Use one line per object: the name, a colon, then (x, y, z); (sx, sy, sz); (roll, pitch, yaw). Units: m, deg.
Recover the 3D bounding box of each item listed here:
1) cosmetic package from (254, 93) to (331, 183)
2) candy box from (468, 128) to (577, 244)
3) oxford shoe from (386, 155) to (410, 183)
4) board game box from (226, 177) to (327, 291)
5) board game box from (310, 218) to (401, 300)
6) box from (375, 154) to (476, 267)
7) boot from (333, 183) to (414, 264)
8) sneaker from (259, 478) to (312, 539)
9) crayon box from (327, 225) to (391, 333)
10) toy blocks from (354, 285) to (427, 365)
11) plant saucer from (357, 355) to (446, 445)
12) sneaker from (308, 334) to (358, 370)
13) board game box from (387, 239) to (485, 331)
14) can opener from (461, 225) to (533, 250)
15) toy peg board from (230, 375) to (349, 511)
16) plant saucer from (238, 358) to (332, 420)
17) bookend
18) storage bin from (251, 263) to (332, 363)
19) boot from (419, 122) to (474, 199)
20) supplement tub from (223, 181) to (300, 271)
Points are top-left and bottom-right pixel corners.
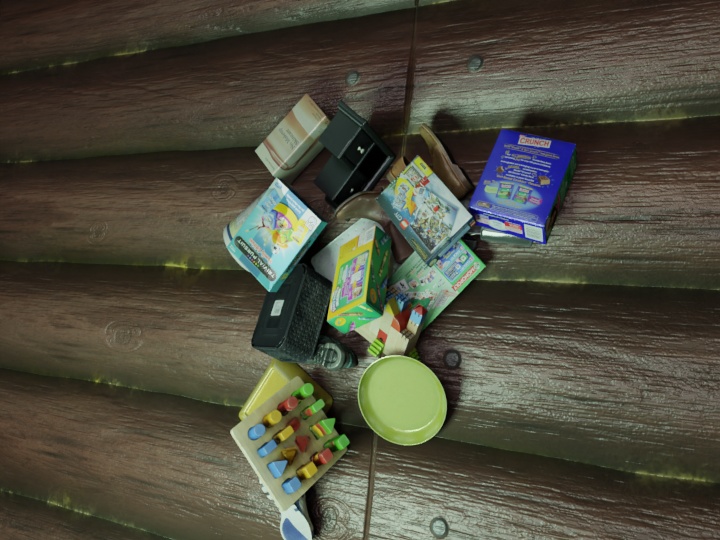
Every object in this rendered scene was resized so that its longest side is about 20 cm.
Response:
cosmetic package: (-0.162, -0.332, 1.507); (0.200, 0.087, 0.104); (-46, 66, 9)
candy box: (0.339, -0.178, 1.225); (0.165, 0.077, 0.205); (19, 72, 28)
oxford shoe: (0.142, -0.182, 1.328); (0.200, 0.071, 0.072); (46, 117, 21)
board game box: (-0.191, -0.080, 1.344); (0.150, 0.047, 0.202); (41, 99, 14)
board game box: (0.000, 0.000, 1.395); (0.197, 0.026, 0.204); (-36, 67, 14)
box: (0.136, -0.129, 1.262); (0.136, 0.037, 0.202); (-43, 60, 12)
boot: (0.053, -0.085, 1.343); (0.181, 0.065, 0.205); (-21, 72, -9)
sneaker: (-0.146, 0.502, 1.327); (0.078, 0.115, 0.205); (-17, 101, 21)
crayon box: (-0.001, 0.018, 1.255); (0.117, 0.058, 0.205); (-28, 41, 39)
toy blocks: (0.059, 0.100, 1.270); (0.198, 0.099, 0.140); (35, 129, 25)
plant saucer: (0.090, 0.271, 1.256); (0.193, 0.031, 0.208); (5, 107, 17)
sneaker: (-0.085, 0.190, 1.372); (0.197, 0.078, 0.078); (18, 91, 47)
board game box: (0.157, 0.012, 1.286); (0.135, 0.029, 0.200); (45, 101, 0)
can opener: (0.279, -0.074, 1.277); (0.194, 0.053, 0.069); (5, 115, 27)
toy peg board: (-0.136, 0.354, 1.250); (0.203, 0.197, 0.098); (54, 144, 3)
plant saucer: (-0.191, 0.327, 1.401); (0.198, 0.048, 0.203); (36, 95, 27)
bookend: (-0.036, -0.247, 1.370); (0.092, 0.199, 0.201); (40, 95, 26)
storage bin: (-0.159, 0.099, 1.366); (0.133, 0.093, 0.206); (-6, 60, 46)
boot: (0.177, -0.247, 1.347); (0.075, 0.073, 0.204); (-37, 68, 23)
supplement tub: (-0.225, -0.107, 1.456); (0.198, 0.144, 0.147); (-37, 66, 12)
